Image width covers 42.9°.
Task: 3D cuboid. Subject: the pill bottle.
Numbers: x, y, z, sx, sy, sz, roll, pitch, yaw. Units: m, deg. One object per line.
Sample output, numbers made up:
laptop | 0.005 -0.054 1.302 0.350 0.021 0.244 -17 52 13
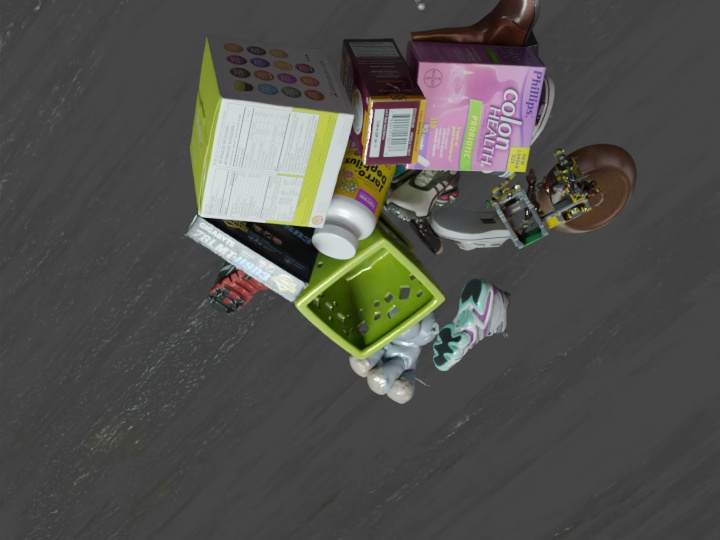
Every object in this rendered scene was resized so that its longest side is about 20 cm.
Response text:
pill bottle | -0.013 -0.121 1.482 0.104 0.201 0.104 15 153 8

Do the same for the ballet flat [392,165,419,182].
ballet flat | 0.116 -0.216 1.546 0.062 0.068 0.200 20 121 -44

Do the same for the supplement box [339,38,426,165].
supplement box | 0.028 -0.259 1.390 0.085 0.200 0.111 -3 129 -14

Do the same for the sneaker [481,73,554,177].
sneaker | 0.254 -0.244 1.555 0.079 0.079 0.201 4 129 -27

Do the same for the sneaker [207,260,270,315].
sneaker | -0.183 -0.003 1.594 0.200 0.098 0.071 -30 126 29

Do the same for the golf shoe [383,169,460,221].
golf shoe | 0.103 -0.142 1.516 0.200 0.077 0.088 -34 145 -53

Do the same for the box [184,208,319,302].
box | -0.160 -0.064 1.455 0.200 0.199 0.050 32 119 -10

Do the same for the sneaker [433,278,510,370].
sneaker | 0.239 0.124 1.835 0.140 0.078 0.201 21 103 -37

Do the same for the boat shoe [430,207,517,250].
boat shoe | 0.199 -0.070 1.675 0.199 0.072 0.066 -6 139 -41

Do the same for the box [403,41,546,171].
box | 0.168 -0.254 1.433 0.199 0.097 0.177 0 122 -10

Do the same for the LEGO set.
LEGO set | 0.305 -0.144 1.603 0.199 0.154 0.116 -22 132 21

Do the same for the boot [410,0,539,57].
boot | 0.176 -0.388 1.439 0.199 0.069 0.189 -10 138 0

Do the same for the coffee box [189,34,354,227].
coffee box | -0.143 -0.209 1.378 0.197 0.200 0.201 4 128 -19

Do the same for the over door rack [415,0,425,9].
over door rack | 0.081 -0.486 1.309 0.148 0.067 0.200 -40 129 15

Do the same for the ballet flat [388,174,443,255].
ballet flat | 0.111 -0.099 1.639 0.057 0.067 0.200 -34 132 -2

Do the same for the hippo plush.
hippo plush | 0.092 0.150 1.774 0.199 0.160 0.161 18 122 -28

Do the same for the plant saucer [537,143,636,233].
plant saucer | 0.433 -0.143 1.723 0.199 0.037 0.201 -8 130 -10

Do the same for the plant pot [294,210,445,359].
plant pot | 0.000 0.000 1.607 0.199 0.182 0.200 -36 130 14
